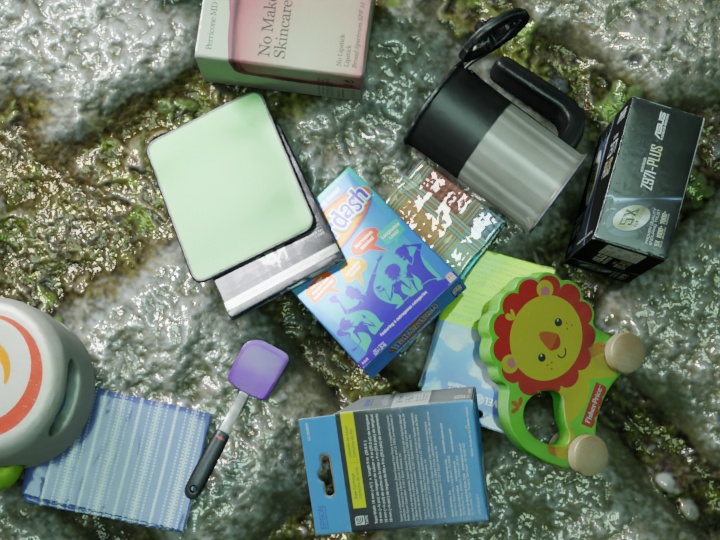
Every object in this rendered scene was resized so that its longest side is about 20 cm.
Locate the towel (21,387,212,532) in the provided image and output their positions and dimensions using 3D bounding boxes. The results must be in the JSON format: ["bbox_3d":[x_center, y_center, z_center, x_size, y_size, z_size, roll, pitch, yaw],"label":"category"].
[{"bbox_3d":[-0.285,0.217,1.630,0.198,0.024,0.146,12,80,-1],"label":"towel"}]

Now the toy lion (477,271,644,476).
[{"bbox_3d":[0.214,0.111,1.591,0.191,0.069,0.201,24,80,-18],"label":"toy lion"}]

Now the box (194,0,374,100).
[{"bbox_3d":[-0.086,-0.285,1.649,0.198,0.109,0.129,7,83,0],"label":"box"}]

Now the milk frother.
[{"bbox_3d":[0.176,-0.174,1.593,0.188,0.200,0.181,36,79,4],"label":"milk frother"}]

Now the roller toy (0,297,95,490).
[{"bbox_3d":[-0.402,0.124,1.565,0.182,0.140,0.201,-32,74,1],"label":"roller toy"}]

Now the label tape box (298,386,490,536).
[{"bbox_3d":[0.040,0.216,1.586,0.198,0.063,0.145,-6,101,8],"label":"label tape box"}]

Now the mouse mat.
[{"bbox_3d":[-0.155,-0.100,1.641,0.160,0.008,0.201,-25,67,5],"label":"mouse mat"}]

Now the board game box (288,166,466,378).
[{"bbox_3d":[0.000,0.000,1.610,0.152,0.045,0.200,-44,65,-2],"label":"board game box"}]

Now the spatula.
[{"bbox_3d":[-0.153,0.175,1.628,0.056,0.021,0.201,29,77,-2],"label":"spatula"}]

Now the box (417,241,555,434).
[{"bbox_3d":[0.145,0.080,1.635,0.121,0.048,0.202,16,83,2],"label":"box"}]

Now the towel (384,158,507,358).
[{"bbox_3d":[0.057,-0.018,1.634,0.146,0.022,0.200,38,87,24],"label":"towel"}]

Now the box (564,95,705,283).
[{"bbox_3d":[0.306,-0.086,1.581,0.085,0.200,0.165,17,83,1],"label":"box"}]

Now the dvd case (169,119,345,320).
[{"bbox_3d":[-0.123,-0.061,1.631,0.148,0.016,0.201,-28,67,3],"label":"dvd case"}]
